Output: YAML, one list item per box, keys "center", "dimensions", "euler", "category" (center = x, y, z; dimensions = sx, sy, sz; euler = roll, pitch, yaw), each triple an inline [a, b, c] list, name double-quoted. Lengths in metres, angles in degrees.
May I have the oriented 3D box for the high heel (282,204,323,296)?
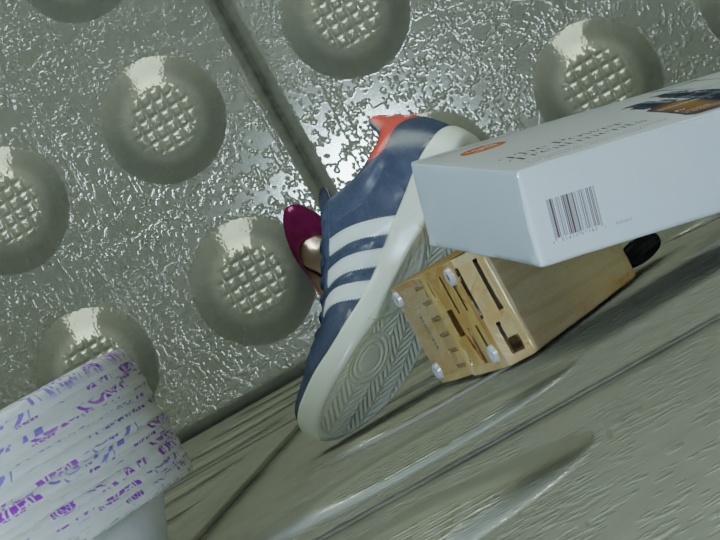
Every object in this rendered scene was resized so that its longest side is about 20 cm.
- center: [-0.040, -0.001, 2.785]
  dimensions: [0.067, 0.200, 0.096]
  euler: [-37, -3, 5]
  category: "high heel"

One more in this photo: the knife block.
- center: [0.113, -0.008, 1.215]
  dimensions: [0.175, 0.064, 0.200]
  euler: [-30, 0, -14]
  category: "knife block"

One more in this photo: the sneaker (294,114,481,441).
- center: [0.000, 0.000, 1.285]
  dimensions: [0.075, 0.084, 0.201]
  euler: [30, -94, -57]
  category: "sneaker"

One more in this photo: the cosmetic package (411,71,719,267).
- center: [0.144, -0.056, 1.082]
  dimensions: [0.199, 0.052, 0.151]
  euler: [-17, 7, -17]
  category: "cosmetic package"

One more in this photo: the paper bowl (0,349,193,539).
- center: [-0.161, 0.125, 0.920]
  dimensions: [0.200, 0.105, 0.201]
  euler: [-29, 1, 0]
  category: "paper bowl"
